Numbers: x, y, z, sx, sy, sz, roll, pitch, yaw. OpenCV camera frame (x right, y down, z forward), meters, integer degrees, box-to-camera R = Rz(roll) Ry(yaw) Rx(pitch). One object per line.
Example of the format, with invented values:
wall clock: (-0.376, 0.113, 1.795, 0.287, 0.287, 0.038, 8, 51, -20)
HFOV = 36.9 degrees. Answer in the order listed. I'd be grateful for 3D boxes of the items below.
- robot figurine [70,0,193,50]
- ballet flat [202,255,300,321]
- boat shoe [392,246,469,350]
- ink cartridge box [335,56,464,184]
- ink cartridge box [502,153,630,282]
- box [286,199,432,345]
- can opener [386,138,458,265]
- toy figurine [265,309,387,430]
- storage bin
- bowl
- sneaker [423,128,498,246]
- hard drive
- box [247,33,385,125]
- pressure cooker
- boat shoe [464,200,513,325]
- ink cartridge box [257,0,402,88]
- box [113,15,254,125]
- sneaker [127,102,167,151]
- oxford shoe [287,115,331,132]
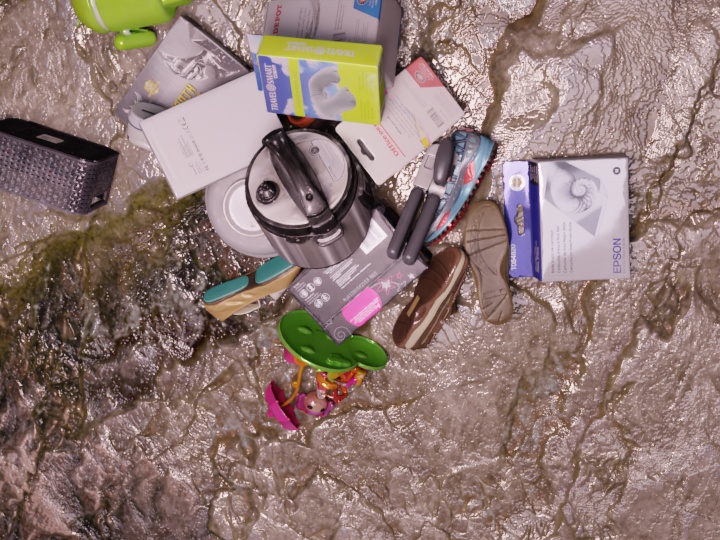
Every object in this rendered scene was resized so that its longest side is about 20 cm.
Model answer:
robot figurine: (-0.368, -0.441, 1.707, 0.198, 0.116, 0.177, -8, 101, 10)
ballet flat: (-0.171, 0.029, 1.827, 0.199, 0.069, 0.063, -22, 123, 17)
boat shoe: (0.129, 0.048, 1.773, 0.074, 0.075, 0.203, 15, 124, -29)
ink cartridge box: (0.051, -0.223, 1.670, 0.200, 0.067, 0.117, -41, 96, -25)
ink cartridge box: (0.330, -0.082, 1.733, 0.198, 0.041, 0.201, -3, 103, 9)
box: (0.000, 0.000, 1.762, 0.200, 0.115, 0.132, -41, 94, 13)
can opener: (0.095, -0.110, 1.662, 0.053, 0.067, 0.201, 20, 77, 12)
toy figurine: (-0.079, 0.191, 1.833, 0.199, 0.151, 0.185, 15, 121, -21)
storage bin: (-0.517, -0.174, 1.781, 0.199, 0.135, 0.094, 19, 106, 3)
bowl: (-0.170, -0.111, 1.772, 0.199, 0.090, 0.203, 2, 103, 8)
sneaker: (0.137, -0.136, 1.739, 0.095, 0.079, 0.201, 32, 98, 10)
hard drive: (-0.225, -0.211, 1.682, 0.199, 0.027, 0.133, -27, 87, -15)
box: (-0.066, -0.278, 1.568, 0.198, 0.048, 0.122, 7, 145, 9)
pressure cooker: (-0.079, -0.109, 1.608, 0.175, 0.200, 0.180, 14, 71, 17)
boat shoe: (0.211, -0.014, 1.763, 0.073, 0.063, 0.202, -12, 97, 6)
ink cartridge box: (-0.047, -0.346, 1.645, 0.199, 0.084, 0.146, -3, 67, 25)
box: (-0.283, -0.288, 1.766, 0.158, 0.048, 0.200, 39, 105, -3)
sneaker: (-0.279, -0.205, 1.735, 0.199, 0.073, 0.071, 23, 134, -2)
oxford shoe: (-0.040, -0.310, 1.728, 0.071, 0.072, 0.201, 37, 96, 40)
